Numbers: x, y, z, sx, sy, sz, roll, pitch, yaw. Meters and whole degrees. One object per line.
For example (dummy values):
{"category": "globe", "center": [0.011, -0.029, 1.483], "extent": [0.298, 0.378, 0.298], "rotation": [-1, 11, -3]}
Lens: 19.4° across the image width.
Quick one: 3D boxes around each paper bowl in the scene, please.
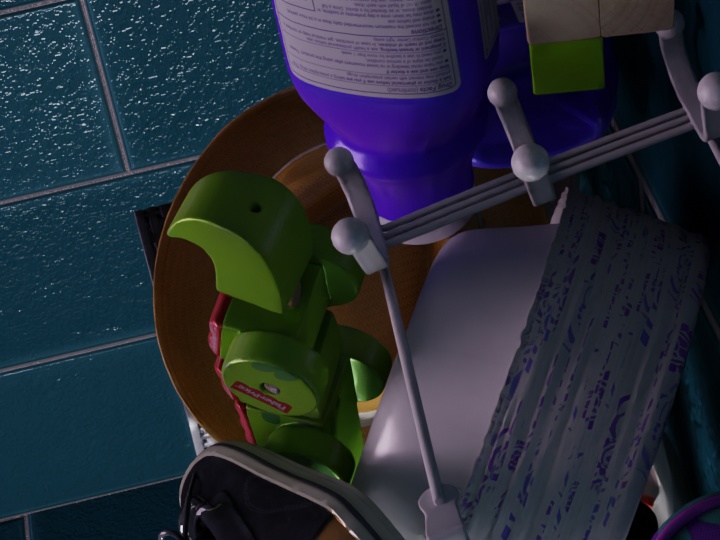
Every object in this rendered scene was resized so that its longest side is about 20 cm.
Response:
{"category": "paper bowl", "center": [0.060, 0.064, 0.842], "extent": [0.201, 0.104, 0.201], "rotation": [21, -90, -87]}

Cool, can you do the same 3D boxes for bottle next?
{"category": "bottle", "center": [0.011, -0.092, 0.804], "extent": [0.200, 0.083, 0.065], "rotation": [76, -151, -48]}
{"category": "bottle", "center": [0.054, -0.133, 0.958], "extent": [0.065, 0.083, 0.200], "rotation": [83, 172, -46]}

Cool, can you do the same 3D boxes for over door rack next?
{"category": "over door rack", "center": [0.072, -0.001, 0.717], "extent": [0.067, 0.148, 0.200], "rotation": [62, -171, -45]}

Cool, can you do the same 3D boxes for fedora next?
{"category": "fedora", "center": [0.000, 0.000, 0.953], "extent": [0.082, 0.200, 0.201], "rotation": [121, 136, -80]}

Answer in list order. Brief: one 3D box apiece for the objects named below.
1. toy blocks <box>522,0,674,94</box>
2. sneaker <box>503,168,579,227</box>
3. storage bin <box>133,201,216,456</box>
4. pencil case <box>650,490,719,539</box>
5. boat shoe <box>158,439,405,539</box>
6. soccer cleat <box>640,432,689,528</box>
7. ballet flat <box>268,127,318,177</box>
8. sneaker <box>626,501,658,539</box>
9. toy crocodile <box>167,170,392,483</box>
{"category": "toy blocks", "center": [0.070, -0.178, 0.693], "extent": [0.200, 0.100, 0.137], "rotation": [78, -171, -51]}
{"category": "sneaker", "center": [0.077, 0.010, 1.063], "extent": [0.105, 0.075, 0.201], "rotation": [-28, -69, -62]}
{"category": "storage bin", "center": [-0.057, 0.055, 1.169], "extent": [0.200, 0.094, 0.135], "rotation": [83, 170, -59]}
{"category": "pencil case", "center": [0.128, 0.134, 0.766], "extent": [0.085, 0.092, 0.200], "rotation": [56, 171, 13]}
{"category": "boat shoe", "center": [-0.039, 0.111, 0.800], "extent": [0.075, 0.062, 0.200], "rotation": [52, 164, -13]}
{"category": "soccer cleat", "center": [0.137, 0.138, 1.017], "extent": [0.078, 0.069, 0.200], "rotation": [-67, -33, -60]}
{"category": "ballet flat", "center": [-0.014, -0.074, 1.092], "extent": [0.200, 0.063, 0.069], "rotation": [-42, -46, -53]}
{"category": "sneaker", "center": [0.142, 0.179, 0.897], "extent": [0.071, 0.083, 0.200], "rotation": [33, -160, -51]}
{"category": "toy crocodile", "center": [-0.030, 0.037, 0.830], "extent": [0.200, 0.062, 0.068], "rotation": [76, -151, -56]}
